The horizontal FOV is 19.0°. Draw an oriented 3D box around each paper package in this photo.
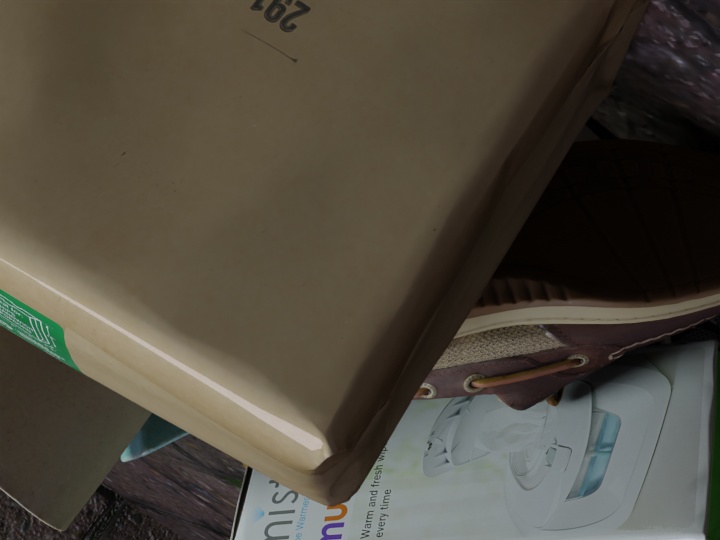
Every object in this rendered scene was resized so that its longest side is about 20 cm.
[{"bbox_3d":[-0.042,-0.054,0.664,0.199,0.191,0.104,30,164,10],"label":"paper package"}]

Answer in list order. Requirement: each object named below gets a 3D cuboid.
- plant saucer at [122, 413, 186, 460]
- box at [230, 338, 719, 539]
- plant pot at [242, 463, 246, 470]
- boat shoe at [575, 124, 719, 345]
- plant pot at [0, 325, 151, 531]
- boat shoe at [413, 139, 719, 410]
[{"bbox_3d":[-0.009,0.026,0.891,0.019,0.199,0.070,63,165,1],"label":"plant saucer"},{"bbox_3d":[0.067,0.132,0.814,0.175,0.097,0.201,-6,132,18],"label":"box"},{"bbox_3d":[0.022,0.128,1.247,0.200,0.186,0.187,42,169,15],"label":"plant pot"},{"bbox_3d":[0.091,0.014,0.821,0.200,0.093,0.075,35,166,-13],"label":"boat shoe"},{"bbox_3d":[-0.106,-0.040,0.798,0.187,0.200,0.187,45,175,5],"label":"plant pot"},{"bbox_3d":[0.053,0.010,0.743,0.072,0.199,0.072,91,163,-54],"label":"boat shoe"}]
